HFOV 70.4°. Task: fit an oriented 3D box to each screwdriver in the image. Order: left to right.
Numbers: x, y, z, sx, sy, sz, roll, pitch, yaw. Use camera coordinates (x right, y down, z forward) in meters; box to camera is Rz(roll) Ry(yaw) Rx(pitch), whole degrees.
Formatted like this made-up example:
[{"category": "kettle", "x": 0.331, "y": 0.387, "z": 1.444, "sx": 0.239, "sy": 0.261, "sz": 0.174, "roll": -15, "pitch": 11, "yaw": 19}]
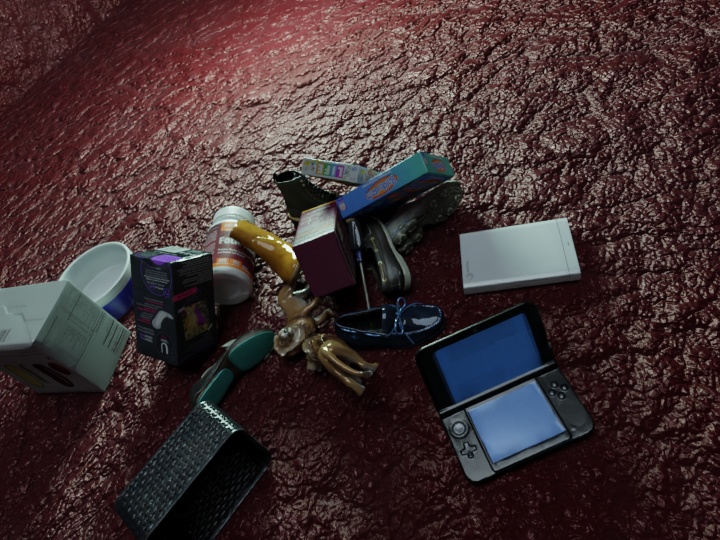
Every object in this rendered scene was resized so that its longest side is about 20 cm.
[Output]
[{"category": "screwdriver", "x": 0.000, "y": 0.000, "z": 0.973, "sx": 0.028, "sy": 0.029, "sz": 0.202, "roll": -28, "pitch": 63, "yaw": 54}]

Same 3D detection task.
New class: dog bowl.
[{"category": "dog bowl", "x": -0.617, "y": 0.033, "z": 1.219, "sx": 0.198, "sy": 0.079, "sz": 0.202, "roll": -11, "pitch": 49, "yaw": 13}]

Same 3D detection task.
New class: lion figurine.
[{"category": "lion figurine", "x": -0.125, "y": 0.076, "z": 0.998, "sx": 0.122, "sy": 0.073, "sz": 0.200, "roll": -37, "pitch": 33, "yaw": 7}, {"category": "lion figurine", "x": -0.039, "y": 0.142, "z": 0.834, "sx": 0.122, "sy": 0.200, "sz": 0.073, "roll": 36, "pitch": 73, "yaw": 2}]

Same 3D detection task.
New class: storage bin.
[{"category": "storage bin", "x": -0.251, "y": 0.324, "z": 0.788, "sx": 0.093, "sy": 0.136, "sz": 0.201, "roll": 23, "pitch": 64, "yaw": 35}]

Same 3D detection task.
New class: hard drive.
[{"category": "hard drive", "x": 0.284, "y": -0.027, "z": 0.933, "sx": 0.198, "sy": 0.027, "sz": 0.133, "roll": -9, "pitch": 50, "yaw": 16}]

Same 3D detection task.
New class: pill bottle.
[{"category": "pill bottle", "x": -0.284, "y": -0.037, "z": 1.115, "sx": 0.113, "sy": 0.115, "sz": 0.202, "roll": -14, "pitch": 49, "yaw": 11}]

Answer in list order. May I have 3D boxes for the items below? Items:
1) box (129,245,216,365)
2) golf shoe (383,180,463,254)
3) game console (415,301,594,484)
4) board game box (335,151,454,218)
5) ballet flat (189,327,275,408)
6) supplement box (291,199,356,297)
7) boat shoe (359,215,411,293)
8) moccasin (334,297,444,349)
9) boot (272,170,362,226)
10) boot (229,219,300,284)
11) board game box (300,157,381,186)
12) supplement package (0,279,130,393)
[{"category": "box", "x": -0.363, "y": 0.064, "z": 0.998, "sx": 0.121, "sy": 0.203, "sz": 0.106, "roll": 10, "pitch": 16, "yaw": 28}, {"category": "golf shoe", "x": 0.120, "y": -0.127, "z": 1.054, "sx": 0.199, "sy": 0.079, "sz": 0.097, "roll": -39, "pitch": 42, "yaw": -13}, {"category": "game console", "x": 0.205, "y": 0.175, "z": 0.738, "sx": 0.198, "sy": 0.117, "sz": 0.177, "roll": -24, "pitch": 47, "yaw": 3}, {"category": "board game box", "x": 0.071, "y": -0.164, "z": 1.016, "sx": 0.199, "sy": 0.152, "sz": 0.045, "roll": -26, "pitch": 83, "yaw": 30}, {"category": "ballet flat", "x": -0.248, "y": 0.174, "z": 0.962, "sx": 0.200, "sy": 0.068, "sz": 0.068, "roll": -45, "pitch": 38, "yaw": -16}, {"category": "supplement box", "x": -0.066, "y": -0.048, "z": 0.990, "sx": 0.085, "sy": 0.111, "sz": 0.200, "roll": -19, "pitch": 23, "yaw": 7}, {"category": "boat shoe", "x": 0.032, "y": -0.035, "z": 1.005, "sx": 0.060, "sy": 0.072, "sz": 0.202, "roll": -13, "pitch": 47, "yaw": -18}, {"category": "moccasin", "x": 0.048, "y": 0.098, "z": 0.898, "sx": 0.198, "sy": 0.068, "sz": 0.081, "roll": -15, "pitch": 48, "yaw": 10}, {"category": "boot", "x": -0.087, "y": -0.166, "z": 1.124, "sx": 0.198, "sy": 0.139, "sz": 0.078, "roll": -7, "pitch": 50, "yaw": 16}, {"category": "boot", "x": -0.192, "y": -0.042, "z": 1.012, "sx": 0.071, "sy": 0.143, "sz": 0.201, "roll": -60, "pitch": 18, "yaw": 4}, {"category": "board game box", "x": -0.017, "y": -0.201, "z": 1.094, "sx": 0.133, "sy": 0.199, "sz": 0.035, "roll": 14, "pitch": 98, "yaw": 26}, {"category": "supplement package", "x": -0.635, "y": 0.143, "z": 1.053, "sx": 0.189, "sy": 0.201, "sz": 0.148, "roll": -6, "pitch": 51, "yaw": 18}]
